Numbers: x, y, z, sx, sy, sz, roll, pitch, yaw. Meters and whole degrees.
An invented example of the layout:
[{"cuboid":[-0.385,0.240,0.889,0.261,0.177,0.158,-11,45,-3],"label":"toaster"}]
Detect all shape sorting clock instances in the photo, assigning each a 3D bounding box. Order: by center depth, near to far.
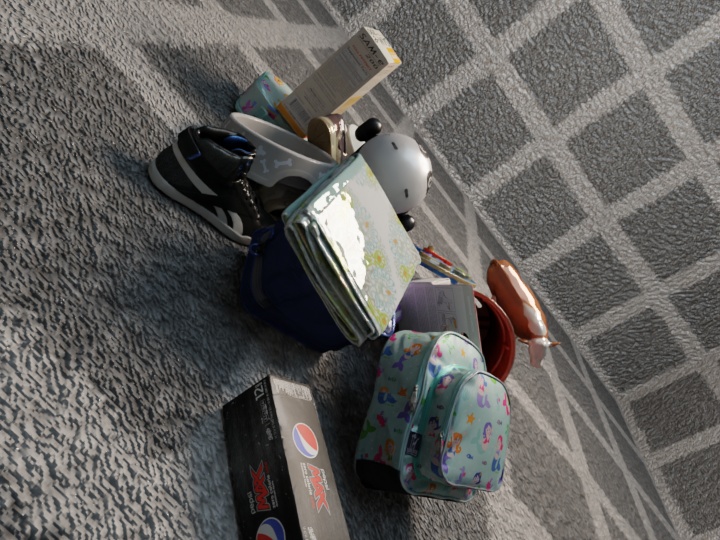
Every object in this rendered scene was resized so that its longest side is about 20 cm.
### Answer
[{"cuboid":[0.114,-0.026,0.924,0.200,0.039,0.200,29,4,-2],"label":"shape sorting clock"}]

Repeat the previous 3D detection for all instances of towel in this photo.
[{"cuboid":[-0.003,-0.032,0.631,0.171,0.048,0.200,60,33,-18],"label":"towel"}]

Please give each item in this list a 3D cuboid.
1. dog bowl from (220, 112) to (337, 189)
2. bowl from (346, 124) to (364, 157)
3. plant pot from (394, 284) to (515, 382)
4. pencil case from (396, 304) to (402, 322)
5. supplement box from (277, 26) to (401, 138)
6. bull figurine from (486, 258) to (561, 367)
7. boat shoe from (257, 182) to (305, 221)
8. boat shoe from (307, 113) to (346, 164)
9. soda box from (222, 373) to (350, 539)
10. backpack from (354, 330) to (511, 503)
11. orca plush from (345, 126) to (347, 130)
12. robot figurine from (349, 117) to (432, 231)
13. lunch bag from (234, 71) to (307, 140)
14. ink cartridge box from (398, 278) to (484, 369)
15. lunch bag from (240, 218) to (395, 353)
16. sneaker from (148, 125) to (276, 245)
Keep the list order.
[{"cuboid":[-0.125,-0.175,0.809,0.200,0.059,0.200,25,18,-9],"label":"dog bowl"},{"cuboid":[-0.005,-0.175,1.040,0.201,0.090,0.201,53,21,-31],"label":"bowl"},{"cuboid":[0.170,0.113,0.968,0.201,0.201,0.195,55,13,0],"label":"plant pot"},{"cuboid":[0.000,0.000,0.815,0.086,0.084,0.200,-60,132,-73],"label":"pencil case"},{"cuboid":[-0.035,-0.325,0.927,0.074,0.200,0.126,52,23,-9],"label":"supplement box"},{"cuboid":[0.278,0.074,0.927,0.121,0.065,0.200,65,4,-69],"label":"bull figurine"},{"cuboid":[-0.081,-0.086,0.874,0.200,0.072,0.065,22,44,-46],"label":"boat shoe"},{"cuboid":[-0.051,-0.176,0.929,0.072,0.200,0.065,31,47,34],"label":"boat shoe"},{"cuboid":[-0.065,0.200,0.474,0.063,0.071,0.200,29,33,-47],"label":"soda box"},{"cuboid":[0.094,0.174,0.656,0.177,0.150,0.200,32,59,-43],"label":"backpack"},{"cuboid":[-0.047,-0.232,1.162,0.200,0.071,0.105,63,26,-50],"label":"orca plush"},{"cuboid":[0.037,-0.144,0.837,0.150,0.125,0.200,31,-6,-12],"label":"robot figurine"},{"cuboid":[-0.144,-0.271,0.998,0.200,0.077,0.161,46,24,-23],"label":"lunch bag"},{"cuboid":[0.129,0.113,0.798,0.045,0.176,0.201,-12,97,-35],"label":"ink cartridge box"},{"cuboid":[-0.060,0.016,0.682,0.200,0.132,0.136,39,43,-37],"label":"lunch bag"},{"cuboid":[-0.154,-0.107,0.683,0.200,0.112,0.073,31,32,-47],"label":"sneaker"}]
